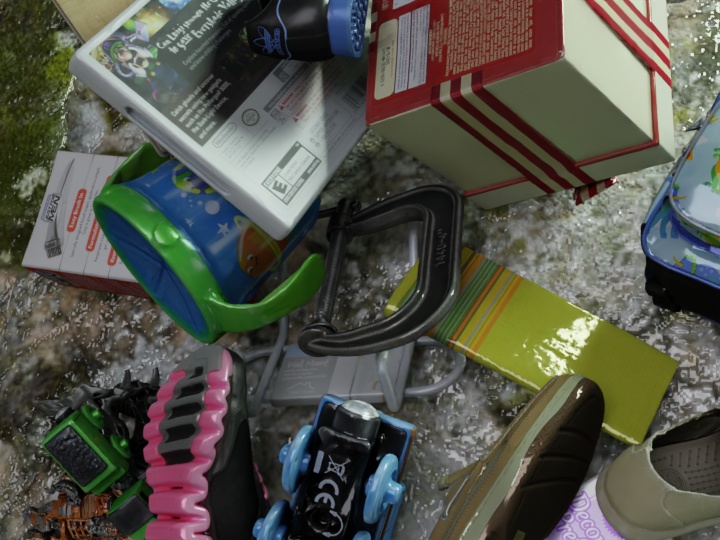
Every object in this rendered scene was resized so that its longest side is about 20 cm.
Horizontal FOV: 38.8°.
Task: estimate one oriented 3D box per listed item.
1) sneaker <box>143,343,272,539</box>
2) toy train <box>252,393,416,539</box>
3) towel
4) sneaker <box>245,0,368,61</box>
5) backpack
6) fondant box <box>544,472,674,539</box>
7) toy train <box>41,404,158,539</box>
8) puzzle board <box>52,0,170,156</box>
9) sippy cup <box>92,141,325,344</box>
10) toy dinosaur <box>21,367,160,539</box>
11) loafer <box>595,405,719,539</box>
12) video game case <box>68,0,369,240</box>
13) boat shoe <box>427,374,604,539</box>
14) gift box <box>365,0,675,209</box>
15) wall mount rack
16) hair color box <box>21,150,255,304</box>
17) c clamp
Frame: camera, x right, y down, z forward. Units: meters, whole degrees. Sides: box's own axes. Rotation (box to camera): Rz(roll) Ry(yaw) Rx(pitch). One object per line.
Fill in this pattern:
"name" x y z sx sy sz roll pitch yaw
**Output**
"sneaker" -0.098 0.154 0.718 0.079 0.095 0.201 -4 77 43
"toy train" -0.020 0.181 0.695 0.087 0.114 0.200 17 94 15
"towel" 0.120 0.048 0.728 0.200 0.018 0.086 28 53 14
"sneaker" -0.031 -0.217 0.747 0.078 0.070 0.200 0 39 8
"backpack" 0.299 -0.057 0.671 0.183 0.147 0.200 25 77 22
"fondant box" 0.128 0.240 0.673 0.200 0.058 0.144 -32 63 5
"toy train" -0.154 0.179 0.746 0.042 0.056 0.200 -40 98 4
"puzzle board" -0.112 -0.191 0.779 0.200 0.017 0.151 -34 88 -28
"sippy cup" -0.105 -0.037 0.760 0.130 0.140 0.178 -42 91 -21
"toy dinosaur" -0.181 0.155 0.813 0.200 0.102 0.136 -21 79 -8
"loafer" 0.247 0.116 0.641 0.200 0.068 0.076 -18 64 -14
"video game case" -0.077 -0.143 0.736 0.182 0.023 0.200 39 52 -7
"boat shoe" 0.082 0.147 0.662 0.076 0.072 0.200 22 74 46
"gift box" 0.114 -0.161 0.759 0.200 0.187 0.185 -8 66 40
"wall mount rack" -0.018 0.036 0.796 0.200 0.075 0.174 -5 37 17
"hair color box" -0.179 -0.035 0.880 0.200 0.064 0.111 8 75 20
"c clamp" 0.000 0.000 0.754 0.171 0.027 0.200 -20 34 16
